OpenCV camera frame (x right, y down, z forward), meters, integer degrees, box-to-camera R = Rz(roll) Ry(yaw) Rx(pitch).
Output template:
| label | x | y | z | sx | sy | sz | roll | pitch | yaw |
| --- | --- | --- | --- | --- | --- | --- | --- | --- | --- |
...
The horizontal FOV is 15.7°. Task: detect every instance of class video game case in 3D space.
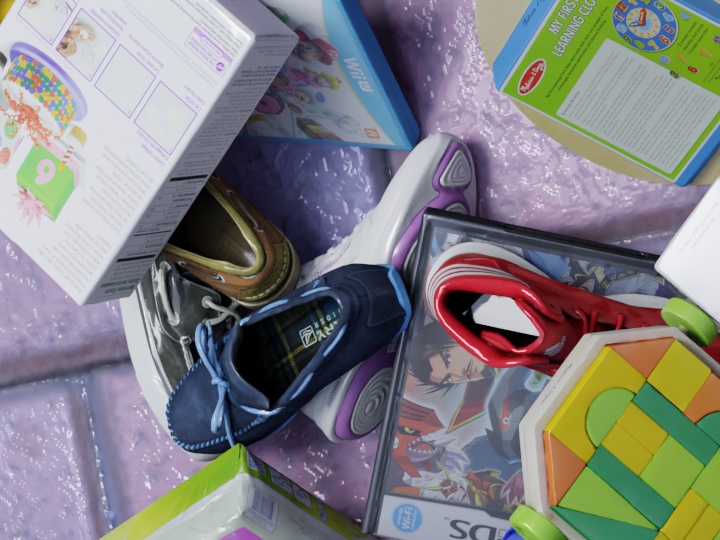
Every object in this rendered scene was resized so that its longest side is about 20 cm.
| label | x | y | z | sx | sy | sz | roll | pitch | yaw |
| --- | --- | --- | --- | --- | --- | --- | --- | --- | --- |
| video game case | -0.075 | -0.128 | 1.591 | 0.199 | 0.143 | 0.018 | 5 | 56 | 27 |
| video game case | 0.106 | 0.078 | 1.539 | 0.179 | 0.026 | 0.201 | 12 | 103 | 4 |

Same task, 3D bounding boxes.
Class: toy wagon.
| label | x | y | z | sx | sy | sz | roll | pitch | yaw |
| --- | --- | --- | --- | --- | --- | --- | --- | --- | --- |
| toy wagon | 0.181 | 0.120 | 1.422 | 0.200 | 0.040 | 0.155 | 40 | 79 | -14 |

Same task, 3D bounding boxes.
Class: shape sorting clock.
| label | x | y | z | sx | sy | sz | roll | pitch | yaw |
| --- | --- | --- | --- | --- | --- | --- | --- | --- | --- |
| shape sorting clock | 0.158 | -0.124 | 1.464 | 0.199 | 0.039 | 0.201 | 16 | 144 | 12 |

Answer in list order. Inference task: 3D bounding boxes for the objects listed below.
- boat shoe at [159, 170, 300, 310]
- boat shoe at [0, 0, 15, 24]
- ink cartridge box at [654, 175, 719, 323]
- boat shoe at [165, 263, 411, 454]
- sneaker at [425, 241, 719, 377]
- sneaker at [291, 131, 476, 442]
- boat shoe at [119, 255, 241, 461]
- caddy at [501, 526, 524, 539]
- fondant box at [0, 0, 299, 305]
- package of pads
| label | x | y | z | sx | sy | sz | roll | pitch | yaw |
| --- | --- | --- | --- | --- | --- | --- | --- | --- | --- |
| boat shoe | -0.123 | -0.052 | 1.602 | 0.199 | 0.068 | 0.072 | 31 | 87 | 18 |
| boat shoe | -0.257 | -0.151 | 1.699 | 0.201 | 0.086 | 0.075 | -10 | 92 | 28 |
| ink cartridge box | 0.270 | 0.031 | 1.431 | 0.200 | 0.116 | 0.067 | 41 | 110 | 16 |
| boat shoe | -0.059 | 0.048 | 1.555 | 0.200 | 0.068 | 0.084 | -42 | 70 | 35 |
| sneaker | 0.127 | 0.049 | 1.459 | 0.199 | 0.116 | 0.079 | 16 | 102 | 3 |
| sneaker | 0.000 | 0.000 | 1.592 | 0.099 | 0.075 | 0.201 | 34 | 104 | 36 |
| boat shoe | -0.111 | 0.020 | 1.655 | 0.063 | 0.071 | 0.201 | -20 | 86 | 29 |
| caddy | 0.125 | 0.237 | 1.509 | 0.141 | 0.105 | 0.201 | 27 | 146 | 44 |
| fondant box | -0.149 | -0.102 | 1.534 | 0.144 | 0.058 | 0.200 | 42 | 111 | 18 |
| package of pads | -0.091 | 0.210 | 1.628 | 0.200 | 0.154 | 0.068 | -35 | 38 | 27 |
